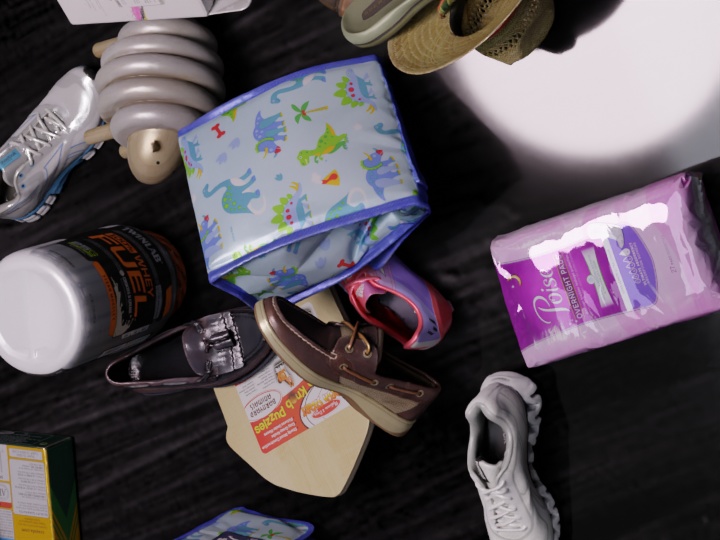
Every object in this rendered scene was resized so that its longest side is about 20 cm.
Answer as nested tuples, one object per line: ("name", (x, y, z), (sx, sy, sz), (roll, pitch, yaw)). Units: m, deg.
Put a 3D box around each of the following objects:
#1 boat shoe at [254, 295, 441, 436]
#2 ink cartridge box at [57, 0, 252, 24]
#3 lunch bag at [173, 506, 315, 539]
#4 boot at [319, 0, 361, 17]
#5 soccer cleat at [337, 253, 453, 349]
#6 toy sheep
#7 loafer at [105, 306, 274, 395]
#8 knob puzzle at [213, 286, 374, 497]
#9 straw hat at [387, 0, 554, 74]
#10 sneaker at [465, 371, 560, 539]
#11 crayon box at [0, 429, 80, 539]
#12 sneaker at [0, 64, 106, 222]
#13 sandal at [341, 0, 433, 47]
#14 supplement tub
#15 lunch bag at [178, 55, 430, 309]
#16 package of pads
("boat shoe", (-0.008, 0.073, 1.520), (0.200, 0.072, 0.072), (38, 111, -26))
("ink cartridge box", (-0.181, -0.295, 1.579), (0.199, 0.117, 0.068), (1, 139, 27))
("lunch bag", (-0.099, 0.320, 1.642), (0.200, 0.170, 0.128), (39, 116, 18))
("boot", (-0.004, -0.327, 1.511), (0.097, 0.075, 0.201), (30, 115, 16))
("soccer cleat", (0.000, 0.000, 1.576), (0.200, 0.076, 0.067), (41, 116, 14))
("toy sheep", (-0.192, -0.179, 1.613), (0.137, 0.138, 0.201), (-8, 74, 29))
("loafer", (-0.167, 0.085, 1.668), (0.199, 0.063, 0.072), (-19, 79, 35))
("knob puzzle", (-0.054, 0.125, 1.647), (0.219, 0.030, 0.221), (1, 92, 35))
("straw hat", (0.120, -0.227, 1.451), (0.201, 0.202, 0.085), (-34, 126, 29))
("sneaker", (0.131, 0.197, 1.547), (0.075, 0.081, 0.201), (-7, 99, 27))
("crayon box", (-0.369, 0.277, 1.844), (0.125, 0.052, 0.201), (3, 101, 28))
("sneaker", (-0.326, -0.121, 1.718), (0.075, 0.087, 0.200), (43, 115, 15))
("sandal", (0.051, -0.269, 1.445), (0.201, 0.080, 0.057), (-40, 123, 20))
("supplement tub", (-0.261, 0.024, 1.648), (0.122, 0.200, 0.123), (6, 104, 25))
("lunch bag", (-0.044, -0.081, 1.521), (0.199, 0.127, 0.171), (-28, 60, 19))
("package of pads", (0.219, -0.001, 1.461), (0.199, 0.076, 0.121), (-19, 89, 30))
